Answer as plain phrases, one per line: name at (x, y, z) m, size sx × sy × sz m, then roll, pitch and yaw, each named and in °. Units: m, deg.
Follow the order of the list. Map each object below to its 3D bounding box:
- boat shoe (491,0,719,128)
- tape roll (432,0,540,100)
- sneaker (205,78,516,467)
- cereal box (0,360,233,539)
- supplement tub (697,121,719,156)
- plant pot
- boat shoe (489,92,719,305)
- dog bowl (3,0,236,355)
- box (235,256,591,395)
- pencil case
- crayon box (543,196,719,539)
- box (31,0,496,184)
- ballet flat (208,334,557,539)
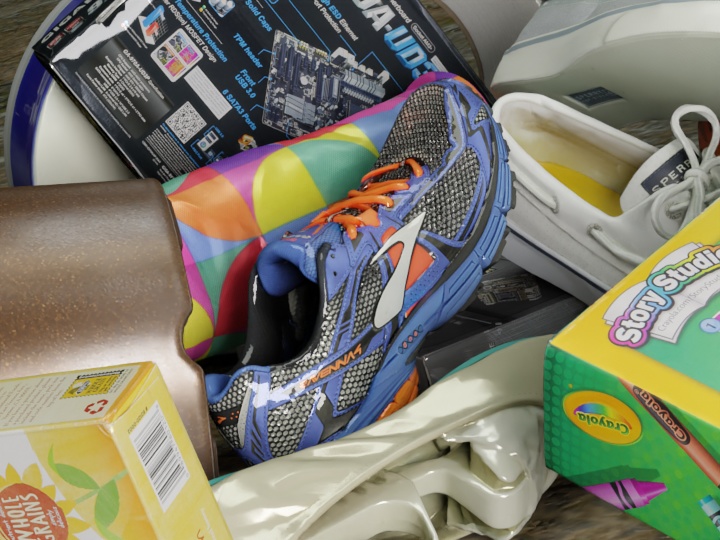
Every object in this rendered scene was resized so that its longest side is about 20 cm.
boat shoe at (0.123, -0.106, 1.172) m, size 0.070 × 0.072 × 0.200 m, roll 27°, pitch -14°, yaw -23°
tape roll at (0.028, -0.106, 1.467) m, size 0.202 × 0.204 × 0.037 m, roll -6°, pitch 15°, yaw 33°
sneaker at (0.000, 0.000, 1.119) m, size 0.075 × 0.078 × 0.201 m, roll -15°, pitch 44°, yaw 50°
cereal box at (-0.128, 0.106, 0.880) m, size 0.199 × 0.145 × 0.040 m, roll -7°, pitch 29°, yaw 28°
supplement tub at (0.258, -0.065, 1.218) m, size 0.199 × 0.123 × 0.122 m, roll -19°, pitch 14°, yaw -13°
plant pot at (-0.162, 0.054, 1.079) m, size 0.197 × 0.202 × 0.200 m, roll -8°, pitch 12°, yaw -9°
boat shoe at (0.129, -0.024, 1.125) m, size 0.074 × 0.087 × 0.201 m, roll -31°, pitch 46°, yaw -33°
dog bowl at (-0.076, -0.061, 1.396) m, size 0.199 × 0.201 × 0.079 m, roll -18°, pitch 16°, yaw -13°
box at (0.052, 0.022, 1.245) m, size 0.158 × 0.049 × 0.200 m, roll -22°, pitch 15°, yaw -24°
pencil case at (-0.028, -0.023, 1.237) m, size 0.199 × 0.089 × 0.088 m, roll -21°, pitch 15°, yaw -26°
crayon box at (0.168, 0.019, 0.944) m, size 0.118 × 0.059 × 0.200 m, roll 27°, pitch 48°, yaw 32°
box at (-0.035, -0.081, 1.336) m, size 0.159 × 0.200 × 0.046 m, roll -42°, pitch 20°, yaw -6°
ballet flat at (0.023, 0.084, 1.016) m, size 0.199 × 0.070 × 0.069 m, roll -24°, pitch 16°, yaw -27°
